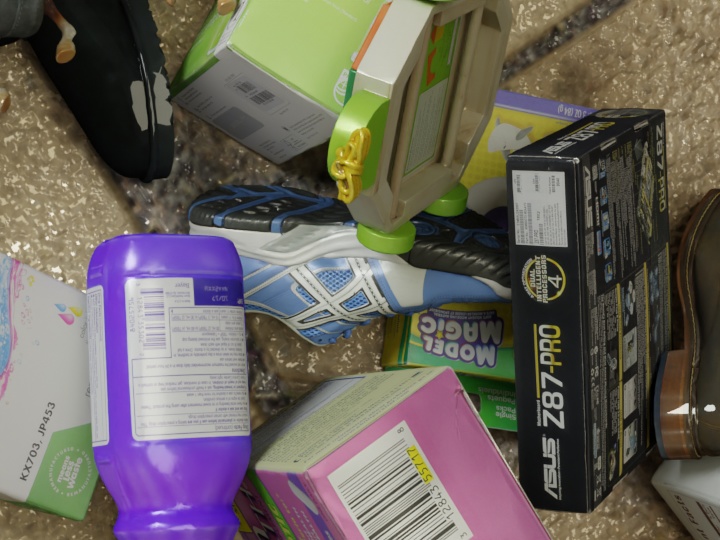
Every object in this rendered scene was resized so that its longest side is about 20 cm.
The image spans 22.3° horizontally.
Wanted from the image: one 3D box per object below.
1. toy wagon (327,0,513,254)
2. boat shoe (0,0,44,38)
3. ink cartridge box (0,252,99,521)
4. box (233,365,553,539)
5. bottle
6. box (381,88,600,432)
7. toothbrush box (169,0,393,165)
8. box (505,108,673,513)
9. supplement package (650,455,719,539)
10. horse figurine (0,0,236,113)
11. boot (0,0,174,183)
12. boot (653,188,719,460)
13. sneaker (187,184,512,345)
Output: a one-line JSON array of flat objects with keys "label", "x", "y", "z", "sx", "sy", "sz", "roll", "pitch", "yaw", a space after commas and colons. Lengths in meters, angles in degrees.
[{"label": "toy wagon", "x": 0.028, "y": -0.088, "z": 0.961, "sx": 0.200, "sy": 0.039, "sz": 0.157, "roll": -35, "pitch": 141, "yaw": -55}, {"label": "boat shoe", "x": -0.200, "y": -0.186, "z": 0.907, "sx": 0.056, "sy": 0.069, "sz": 0.201, "roll": 10, "pitch": 45, "yaw": -32}, {"label": "ink cartridge box", "x": -0.218, "y": 0.044, "z": 0.948, "sx": 0.199, "sy": 0.067, "sz": 0.118, "roll": 27, "pitch": 75, "yaw": -37}, {"label": "box", "x": 0.020, "y": 0.154, "z": 0.988, "sx": 0.096, "sy": 0.200, "sz": 0.177, "roll": -33, "pitch": 97, "yaw": -19}, {"label": "bottle", "x": -0.098, "y": 0.083, "z": 0.951, "sx": 0.083, "sy": 0.065, "sz": 0.202, "roll": 0, "pitch": 82, "yaw": -33}, {"label": "box", "x": 0.079, "y": -0.007, "z": 1.107, "sx": 0.116, "sy": 0.048, "sz": 0.202, "roll": 9, "pitch": 84, "yaw": -19}, {"label": "toothbrush box", "x": -0.016, "y": -0.174, "z": 1.034, "sx": 0.086, "sy": 0.145, "sz": 0.201, "roll": 31, "pitch": 76, "yaw": -14}, {"label": "box", "x": 0.137, "y": 0.018, "z": 1.052, "sx": 0.161, "sy": 0.049, "sz": 0.202, "roll": -28, "pitch": 117, "yaw": -58}, {"label": "supplement package", "x": 0.294, "y": 0.139, "z": 1.078, "sx": 0.117, "sy": 0.199, "sz": 0.118, "roll": -49, "pitch": 121, "yaw": -16}, {"label": "horse figurine", "x": -0.148, "y": -0.169, "z": 0.955, "sx": 0.199, "sy": 0.050, "sz": 0.133, "roll": -27, "pitch": 64, "yaw": -11}, {"label": "boot", "x": -0.198, "y": -0.133, "z": 1.002, "sx": 0.161, "sy": 0.073, "sz": 0.200, "roll": -11, "pitch": 82, "yaw": -23}, {"label": "boot", "x": 0.241, "y": 0.031, "z": 1.108, "sx": 0.075, "sy": 0.096, "sz": 0.201, "roll": 60, "pitch": 36, "yaw": -44}, {"label": "sneaker", "x": 0.000, "y": 0.000, "z": 1.046, "sx": 0.198, "sy": 0.076, "sz": 0.078, "roll": 7, "pitch": 112, "yaw": 6}]
